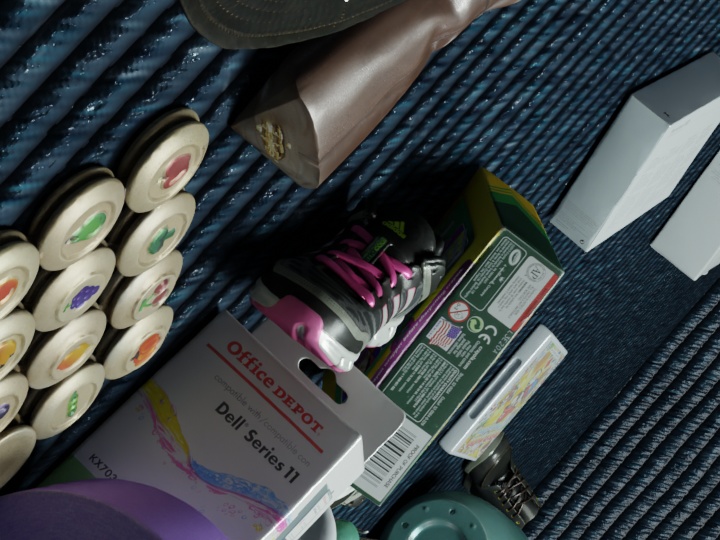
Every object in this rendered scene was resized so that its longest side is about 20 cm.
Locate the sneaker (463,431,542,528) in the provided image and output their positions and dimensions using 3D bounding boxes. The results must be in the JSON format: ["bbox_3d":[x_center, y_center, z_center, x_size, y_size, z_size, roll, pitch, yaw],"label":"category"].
[{"bbox_3d":[0.199,0.282,2.080,0.075,0.106,0.200,-45,164,-13],"label":"sneaker"}]

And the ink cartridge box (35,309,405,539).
[{"bbox_3d":[-0.078,0.107,0.889,0.200,0.117,0.067,-45,162,-16],"label":"ink cartridge box"}]

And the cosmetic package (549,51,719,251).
[{"bbox_3d":[0.272,-0.114,1.455,0.200,0.052,0.151,-29,156,-52],"label":"cosmetic package"}]

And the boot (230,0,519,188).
[{"bbox_3d":[0.024,-0.135,0.720,0.200,0.064,0.187,-40,160,-16],"label":"boot"}]

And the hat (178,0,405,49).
[{"bbox_3d":[-0.005,-0.168,0.519,0.200,0.081,0.201,-37,155,-21],"label":"hat"}]

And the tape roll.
[{"bbox_3d":[-0.143,0.210,0.794,0.201,0.200,0.066,-52,165,10],"label":"tape roll"}]

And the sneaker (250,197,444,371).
[{"bbox_3d":[0.000,0.000,0.914,0.088,0.074,0.200,-52,169,12],"label":"sneaker"}]

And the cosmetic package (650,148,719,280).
[{"bbox_3d":[0.473,-0.093,2.007,0.201,0.081,0.113,-56,163,26],"label":"cosmetic package"}]

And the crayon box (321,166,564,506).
[{"bbox_3d":[0.050,0.040,1.077,0.200,0.058,0.173,-53,-171,13],"label":"crayon box"}]

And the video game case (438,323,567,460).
[{"bbox_3d":[0.174,0.150,1.862,0.182,0.023,0.200,-50,165,1],"label":"video game case"}]

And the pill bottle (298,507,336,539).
[{"bbox_3d":[-0.106,0.231,1.106,0.116,0.116,0.201,-28,154,-52],"label":"pill bottle"}]

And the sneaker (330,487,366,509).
[{"bbox_3d":[-0.024,0.157,1.236,0.200,0.074,0.088,-35,154,-55],"label":"sneaker"}]

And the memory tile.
[{"bbox_3d":[-0.134,0.022,0.722,0.153,0.017,0.200,-39,162,-32],"label":"memory tile"}]

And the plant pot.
[{"bbox_3d":[0.105,0.353,1.852,0.201,0.200,0.161,-46,153,-9],"label":"plant pot"}]

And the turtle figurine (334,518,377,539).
[{"bbox_3d":[-0.050,0.240,1.212,0.199,0.101,0.150,-31,-150,26],"label":"turtle figurine"}]
